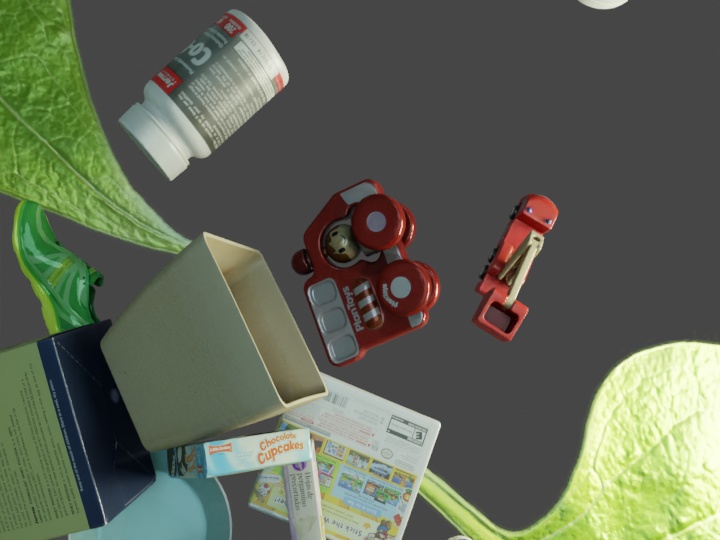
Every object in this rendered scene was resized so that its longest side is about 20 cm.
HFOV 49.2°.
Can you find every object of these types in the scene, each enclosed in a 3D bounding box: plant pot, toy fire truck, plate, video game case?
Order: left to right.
[{"bbox_3d":[-0.253,0.315,0.956,0.195,0.026,0.205,1,83,-5],"label":"plate"},{"bbox_3d":[-0.175,0.099,0.907,0.175,0.200,0.203,-29,80,8],"label":"plant pot"},{"bbox_3d":[-0.019,0.242,0.989,0.196,0.023,0.186,22,82,-3],"label":"video game case"},{"bbox_3d":[0.000,0.000,0.983,0.165,0.112,0.204,-23,85,11],"label":"toy fire truck"},{"bbox_3d":[0.194,-0.011,0.977,0.048,0.141,0.203,29,82,-1],"label":"toy fire truck"}]

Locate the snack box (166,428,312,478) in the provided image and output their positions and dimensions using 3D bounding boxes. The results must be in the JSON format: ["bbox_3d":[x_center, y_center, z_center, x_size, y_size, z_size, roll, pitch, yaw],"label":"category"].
[{"bbox_3d":[-0.141,0.205,0.877,0.114,0.199,0.038,-3,78,-26],"label":"snack box"}]

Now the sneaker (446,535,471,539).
[{"bbox_3d":[0.069,0.397,0.945,0.199,0.088,0.076,-38,88,-8],"label":"sneaker"}]

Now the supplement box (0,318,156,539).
[{"bbox_3d":[-0.365,0.184,0.871,0.195,0.134,0.205,-16,92,9],"label":"supplement box"}]

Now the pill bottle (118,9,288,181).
[{"bbox_3d":[-0.195,-0.216,0.977,0.200,0.114,0.114,-44,89,-9],"label":"pill bottle"}]

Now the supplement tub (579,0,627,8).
[{"bbox_3d":[0.347,-0.440,1.010,0.128,0.200,0.135,1,83,-5],"label":"supplement tub"}]

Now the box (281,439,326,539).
[{"bbox_3d":[-0.064,0.308,0.943,0.038,0.041,0.205,-7,97,0],"label":"box"}]

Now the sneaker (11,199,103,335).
[{"bbox_3d":[-0.359,0.006,0.960,0.082,0.074,0.204,-23,95,-5],"label":"sneaker"}]
